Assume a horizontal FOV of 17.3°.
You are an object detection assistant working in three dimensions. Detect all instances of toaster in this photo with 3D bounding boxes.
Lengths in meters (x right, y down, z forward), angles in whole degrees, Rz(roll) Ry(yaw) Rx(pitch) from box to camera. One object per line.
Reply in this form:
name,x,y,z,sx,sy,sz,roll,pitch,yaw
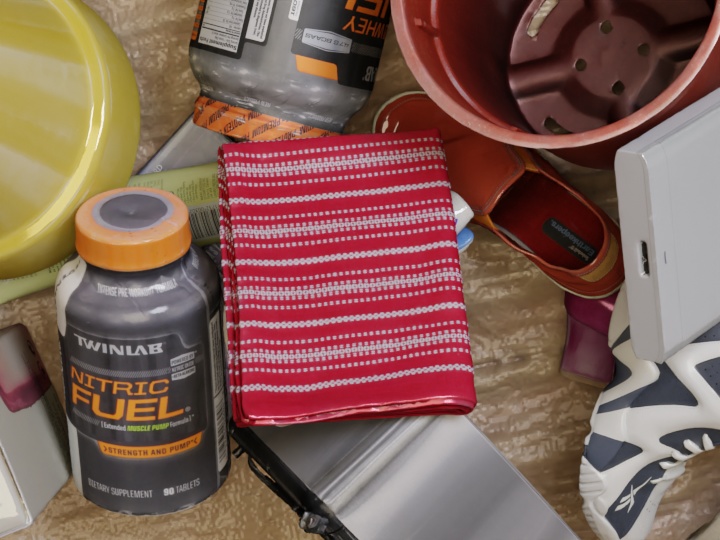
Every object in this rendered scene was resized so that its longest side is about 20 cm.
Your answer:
toaster,0.029,0.144,1.484,0.119,0.200,0.181,-45,114,-4

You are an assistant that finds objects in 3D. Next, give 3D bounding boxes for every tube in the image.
tube,-0.162,-0.032,1.554,0.200,0.052,0.058,-12,52,8

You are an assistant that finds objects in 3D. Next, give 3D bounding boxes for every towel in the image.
towel,-0.011,0.002,1.420,0.145,0.022,0.200,-4,60,-4

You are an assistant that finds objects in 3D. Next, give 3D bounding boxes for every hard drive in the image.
hard drive,0.223,-0.044,1.421,0.026,0.200,0.132,13,121,40

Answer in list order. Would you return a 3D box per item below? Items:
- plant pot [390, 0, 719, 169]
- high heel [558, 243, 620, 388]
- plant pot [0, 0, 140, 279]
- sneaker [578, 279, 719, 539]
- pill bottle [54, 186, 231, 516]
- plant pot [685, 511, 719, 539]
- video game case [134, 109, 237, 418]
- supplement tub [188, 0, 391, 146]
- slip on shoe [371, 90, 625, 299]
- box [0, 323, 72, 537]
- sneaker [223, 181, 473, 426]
plant pot,0.140,-0.152,1.453,0.201,0.195,0.201,-3,79,16
high heel,0.231,0.041,1.551,0.200,0.067,0.096,14,107,14
plant pot,-0.260,-0.104,1.469,0.201,0.189,0.201,-2,82,16
sneaker,0.217,0.101,1.490,0.130,0.079,0.199,19,111,26
pill bottle,-0.139,0.048,1.511,0.106,0.106,0.200,0,121,2
plant pot,0.302,0.209,1.514,0.200,0.200,0.183,-45,82,6
video game case,-0.083,0.011,1.584,0.200,0.019,0.143,43,96,-3
supplement tub,-0.039,-0.179,1.511,0.122,0.123,0.200,14,97,1
slip on shoe,0.090,-0.054,1.534,0.200,0.061,0.074,38,89,17
box,-0.268,0.115,1.509,0.128,0.200,0.109,-22,94,4
sneaker,0.000,0.000,1.465,0.146,0.200,0.081,-30,113,22
